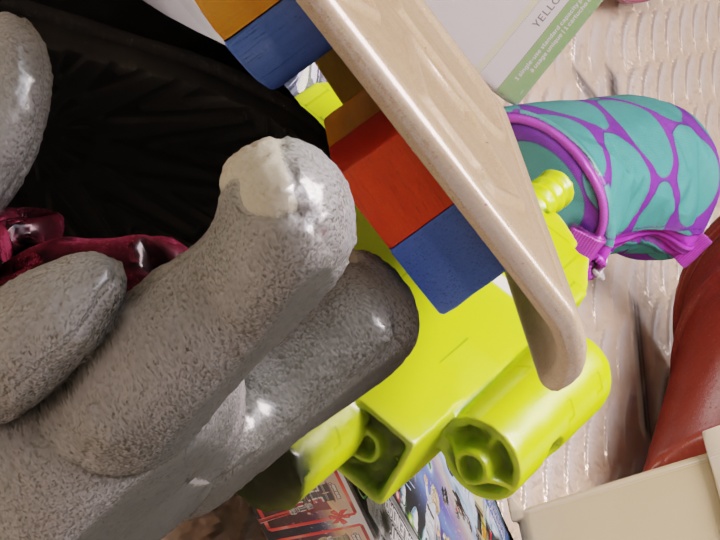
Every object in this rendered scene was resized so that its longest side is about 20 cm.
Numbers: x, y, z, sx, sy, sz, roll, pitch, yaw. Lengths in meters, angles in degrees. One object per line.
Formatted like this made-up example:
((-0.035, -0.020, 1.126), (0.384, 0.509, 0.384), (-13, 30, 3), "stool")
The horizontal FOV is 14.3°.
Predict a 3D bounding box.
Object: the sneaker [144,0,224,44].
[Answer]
((-0.060, -0.151, 1.050), (0.074, 0.082, 0.201), (39, 22, -46), "sneaker")

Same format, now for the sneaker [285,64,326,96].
((-0.045, -0.134, 1.133), (0.081, 0.074, 0.201), (1, 66, -62), "sneaker")

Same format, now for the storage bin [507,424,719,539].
((0.144, 0.196, 1.167), (0.199, 0.093, 0.201), (50, 24, -64), "storage bin")

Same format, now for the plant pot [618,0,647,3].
((0.170, -0.280, 1.608), (0.179, 0.200, 0.200), (55, 21, 12), "plant pot")

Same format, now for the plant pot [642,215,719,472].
((0.222, 0.085, 1.381), (0.202, 0.200, 0.195), (59, 32, -17), "plant pot")

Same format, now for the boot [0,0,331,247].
((-0.095, -0.096, 0.893), (0.210, 0.080, 0.158), (24, 41, -18), "boot")

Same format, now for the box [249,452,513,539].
((0.010, 0.085, 1.034), (0.137, 0.040, 0.201), (-84, 157, -48), "box")

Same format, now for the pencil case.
((0.106, -0.036, 1.349), (0.093, 0.085, 0.200), (51, 22, 10), "pencil case")

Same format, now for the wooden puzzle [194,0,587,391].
((-0.005, -0.071, 0.861), (0.201, 0.046, 0.185), (56, 9, -20), "wooden puzzle")

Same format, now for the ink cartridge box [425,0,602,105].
((0.039, -0.183, 1.219), (0.200, 0.146, 0.048), (35, 8, -35), "ink cartridge box")

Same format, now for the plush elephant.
((-0.101, 0.008, 0.791), (0.155, 0.200, 0.165), (49, 5, 15), "plush elephant")

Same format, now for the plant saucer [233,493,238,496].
((-0.086, -0.014, 0.979), (0.200, 0.032, 0.201), (49, 28, -37), "plant saucer")

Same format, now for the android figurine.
((0.000, 0.000, 0.952), (0.182, 0.041, 0.200), (39, 43, 14), "android figurine")
